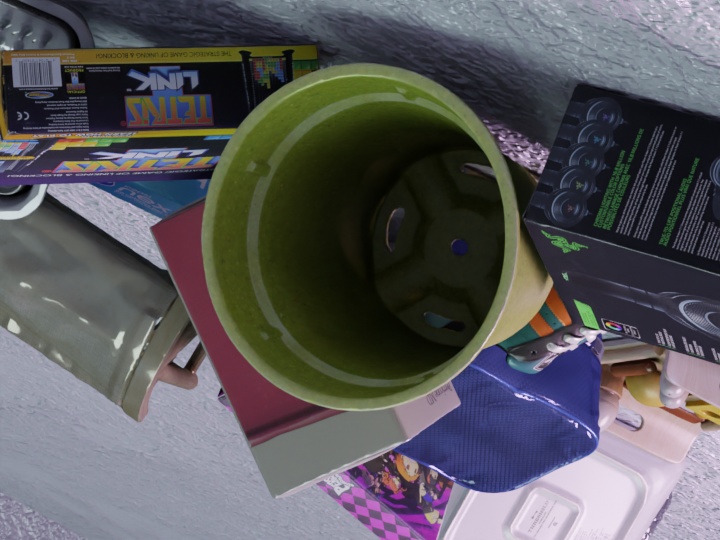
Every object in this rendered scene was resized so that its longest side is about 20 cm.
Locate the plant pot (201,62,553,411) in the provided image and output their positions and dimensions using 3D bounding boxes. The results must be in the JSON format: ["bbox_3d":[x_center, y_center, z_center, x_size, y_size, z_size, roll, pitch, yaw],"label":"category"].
[{"bbox_3d":[0.033,-0.017,1.574,0.200,0.201,0.184,15,-176,23],"label":"plant pot"}]

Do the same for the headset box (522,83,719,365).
[{"bbox_3d":[0.202,-0.015,1.514,0.200,0.093,0.174,17,164,19],"label":"headset box"}]

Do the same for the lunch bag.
[{"bbox_3d":[0.087,0.062,1.875,0.200,0.133,0.136,30,139,-32],"label":"lunch bag"}]

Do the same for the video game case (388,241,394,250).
[{"bbox_3d":[0.000,0.000,2.008,0.200,0.018,0.143,15,163,24],"label":"video game case"}]

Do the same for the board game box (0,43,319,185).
[{"bbox_3d":[-0.142,-0.095,1.622,0.200,0.057,0.165,-3,171,-18],"label":"board game box"}]

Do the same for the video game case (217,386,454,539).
[{"bbox_3d":[-0.002,0.085,1.902,0.200,0.181,0.036,43,132,-21],"label":"video game case"}]

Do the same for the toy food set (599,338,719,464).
[{"bbox_3d":[0.240,0.109,1.972,0.143,0.061,0.200,27,165,-20],"label":"toy food set"}]

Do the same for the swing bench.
[{"bbox_3d":[-0.199,0.002,1.864,0.199,0.130,0.200,34,-164,7],"label":"swing bench"}]

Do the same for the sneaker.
[{"bbox_3d":[0.136,0.027,1.709,0.200,0.080,0.071,-4,176,25],"label":"sneaker"}]

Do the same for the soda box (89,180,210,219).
[{"bbox_3d":[-0.145,-0.082,1.820,0.200,0.068,0.064,26,165,-17],"label":"soda box"}]

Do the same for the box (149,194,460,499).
[{"bbox_3d":[-0.034,0.031,1.717,0.109,0.200,0.128,-25,-179,20],"label":"box"}]

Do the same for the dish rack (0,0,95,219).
[{"bbox_3d":[-0.282,-0.138,1.718,0.200,0.172,0.044,23,-150,-2],"label":"dish rack"}]

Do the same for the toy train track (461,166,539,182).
[{"bbox_3d":[0.059,-0.053,1.704,0.200,0.033,0.115,25,165,-8],"label":"toy train track"}]

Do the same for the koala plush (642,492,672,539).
[{"bbox_3d":[0.145,0.216,2.314,0.177,0.184,0.200,26,177,-20],"label":"koala plush"}]

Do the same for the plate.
[{"bbox_3d":[0.152,0.205,2.177,0.200,0.200,0.032,26,-171,-17],"label":"plate"}]
